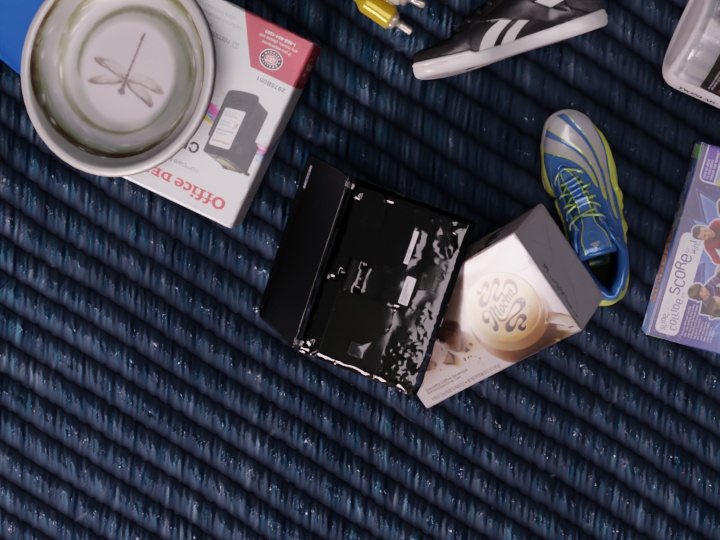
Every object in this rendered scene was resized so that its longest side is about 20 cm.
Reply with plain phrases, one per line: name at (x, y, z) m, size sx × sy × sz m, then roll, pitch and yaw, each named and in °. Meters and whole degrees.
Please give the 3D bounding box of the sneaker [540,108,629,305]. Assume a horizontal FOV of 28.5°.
sneaker at (0.229, -0.060, 1.394) m, size 0.075 × 0.105 × 0.201 m, roll -17°, pitch 97°, yaw 3°

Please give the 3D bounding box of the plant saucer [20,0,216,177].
plant saucer at (-0.222, -0.188, 1.340) m, size 0.199 × 0.050 × 0.202 m, roll 0°, pitch 91°, yaw 16°

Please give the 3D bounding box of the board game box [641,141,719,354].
board game box at (0.376, -0.016, 1.430) m, size 0.134 × 0.034 × 0.201 m, roll 16°, pitch 97°, yaw 0°

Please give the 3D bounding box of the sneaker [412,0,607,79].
sneaker at (0.134, -0.264, 1.394) m, size 0.199 × 0.073 × 0.113 m, roll -17°, pitch 93°, yaw -4°

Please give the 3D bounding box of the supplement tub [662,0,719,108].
supplement tub at (0.403, -0.198, 1.363) m, size 0.199 × 0.123 × 0.123 m, roll 24°, pitch 97°, yaw -1°

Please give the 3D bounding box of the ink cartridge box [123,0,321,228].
ink cartridge box at (-0.145, -0.161, 1.404) m, size 0.145 × 0.083 × 0.201 m, roll 25°, pitch 97°, yaw -2°

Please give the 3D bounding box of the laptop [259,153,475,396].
laptop at (0.000, 0.000, 1.390) m, size 0.199 × 0.103 × 0.178 m, roll 20°, pitch 98°, yaw 11°

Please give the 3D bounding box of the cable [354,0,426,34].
cable at (-0.026, -0.306, 1.397) m, size 0.199 × 0.050 × 0.098 m, roll 17°, pitch 97°, yaw -2°

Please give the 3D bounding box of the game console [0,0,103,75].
game console at (-0.321, -0.308, 1.423) m, size 0.200 × 0.118 × 0.171 m, roll 40°, pitch 66°, yaw -4°

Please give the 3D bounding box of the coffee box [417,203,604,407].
coffee box at (0.118, 0.036, 1.380) m, size 0.199 × 0.080 × 0.113 m, roll -30°, pitch 97°, yaw 36°
